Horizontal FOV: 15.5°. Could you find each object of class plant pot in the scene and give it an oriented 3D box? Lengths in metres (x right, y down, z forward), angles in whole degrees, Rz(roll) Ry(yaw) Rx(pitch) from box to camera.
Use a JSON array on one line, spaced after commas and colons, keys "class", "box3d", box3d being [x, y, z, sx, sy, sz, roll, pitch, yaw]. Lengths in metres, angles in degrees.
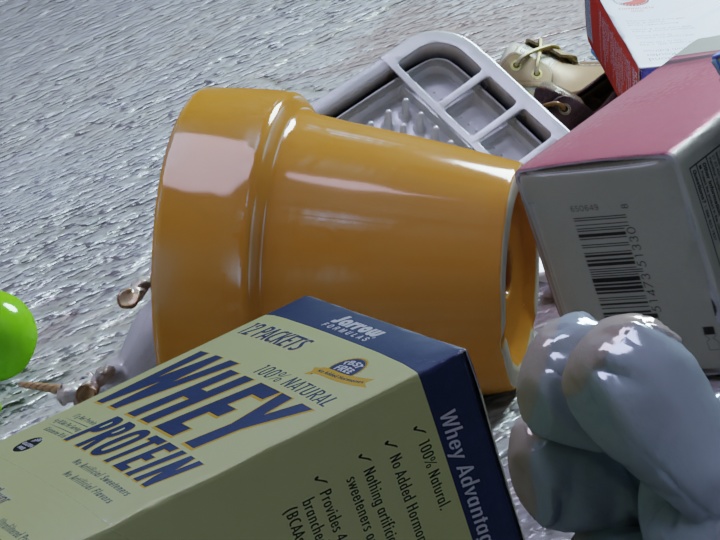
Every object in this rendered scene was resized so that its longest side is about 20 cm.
[{"class": "plant pot", "box3d": [0.000, 0.000, 1.461, 0.183, 0.200, 0.200, 2, 22, 12]}]

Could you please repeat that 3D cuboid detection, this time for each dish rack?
[{"class": "dish rack", "box3d": [0.032, -0.046, 1.638, 0.200, 0.044, 0.172, -34, 64, -23]}]

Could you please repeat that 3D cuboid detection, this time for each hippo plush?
[{"class": "hippo plush", "box3d": [0.170, 0.066, 1.091, 0.161, 0.159, 0.200, -28, 19, -25]}]

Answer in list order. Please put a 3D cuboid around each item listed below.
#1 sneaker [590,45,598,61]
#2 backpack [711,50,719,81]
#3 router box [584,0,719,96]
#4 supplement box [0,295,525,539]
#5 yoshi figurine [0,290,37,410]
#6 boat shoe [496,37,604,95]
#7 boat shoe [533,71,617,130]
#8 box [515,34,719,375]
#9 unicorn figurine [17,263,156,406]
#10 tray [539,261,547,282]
[{"class": "sneaker", "box3d": [0.262, -0.195, 1.922, 0.199, 0.083, 0.071, -17, 17, 8]}, {"class": "backpack", "box3d": [0.303, -0.076, 1.361, 0.134, 0.200, 0.183, -30, 8, 44]}, {"class": "router box", "box3d": [0.262, -0.151, 1.730, 0.200, 0.049, 0.180, -6, 25, -5]}, {"class": "supplement box", "box3d": [-0.045, 0.146, 1.007, 0.200, 0.200, 0.134, -25, 19, -22]}, {"class": "yoshi figurine", "box3d": [-0.286, 0.065, 1.697, 0.112, 0.113, 0.200, 18, 35, 38]}, {"class": "boat shoe", "box3d": [0.118, -0.132, 1.910, 0.200, 0.066, 0.074, -9, 20, 30]}, {"class": "boat shoe", "box3d": [0.130, -0.093, 1.767, 0.200, 0.072, 0.072, -27, 19, -25]}, {"class": "box", "box3d": [0.195, -0.041, 1.445, 0.109, 0.128, 0.200, -5, 22, 42]}, {"class": "unicorn figurine", "box3d": [-0.130, 0.047, 1.576, 0.200, 0.074, 0.137, -43, 3, 15]}, {"class": "tray", "box3d": [0.189, -0.035, 1.614, 0.107, 0.022, 0.200, -6, 22, 36]}]
